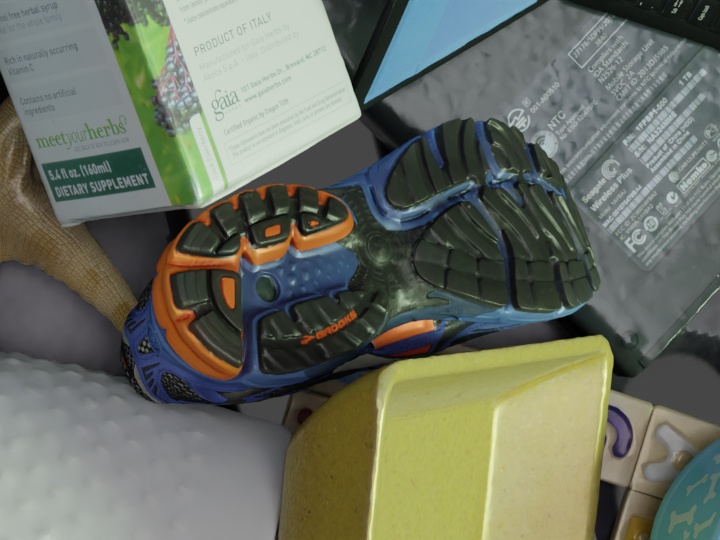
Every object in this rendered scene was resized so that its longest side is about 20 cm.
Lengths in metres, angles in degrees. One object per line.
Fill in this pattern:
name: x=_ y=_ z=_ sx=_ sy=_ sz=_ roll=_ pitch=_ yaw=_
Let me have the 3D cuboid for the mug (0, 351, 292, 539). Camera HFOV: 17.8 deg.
mug: x=-0.131 y=0.117 z=0.746 sx=0.175 sy=0.148 sz=0.201 roll=17 pitch=49 yaw=-5

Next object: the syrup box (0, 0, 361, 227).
syrup box: x=-0.081 y=-0.123 z=0.723 sx=0.081 sy=0.079 sz=0.201 roll=-32 pitch=108 yaw=-40

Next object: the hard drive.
hard drive: x=0.075 y=-0.080 z=0.853 sx=0.200 sy=0.033 sz=0.140 roll=45 pitch=84 yaw=-6

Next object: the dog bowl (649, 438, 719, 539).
dog bowl: x=0.174 y=0.153 z=0.826 sx=0.111 sy=0.050 sz=0.201 roll=-13 pitch=90 yaw=-7

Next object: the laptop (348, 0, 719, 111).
laptop: x=0.118 y=-0.111 z=0.744 sx=0.199 sy=0.178 sz=0.104 roll=17 pitch=50 yaw=-8

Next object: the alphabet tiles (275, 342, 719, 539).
alphabet tiles: x=0.034 y=0.131 z=0.855 sx=0.166 sy=0.008 sz=0.201 roll=18 pitch=86 yaw=-9

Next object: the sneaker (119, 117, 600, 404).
sneaker: x=0.000 y=0.000 z=0.770 sx=0.199 sy=0.078 sz=0.076 roll=-9 pitch=76 yaw=-40

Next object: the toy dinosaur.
toy dinosaur: x=-0.125 y=-0.036 z=0.806 sx=0.200 sy=0.058 sz=0.101 roll=31 pitch=83 yaw=17

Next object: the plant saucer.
plant saucer: x=0.021 y=0.122 z=0.768 sx=0.048 sy=0.200 sz=0.201 roll=7 pitch=94 yaw=25
